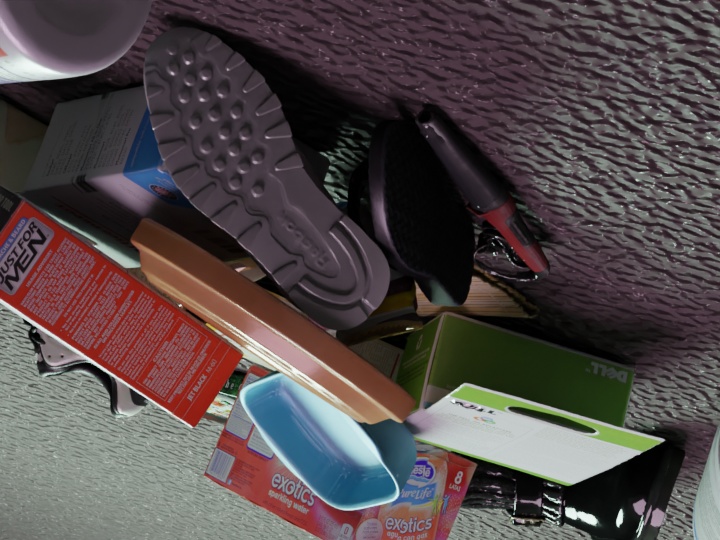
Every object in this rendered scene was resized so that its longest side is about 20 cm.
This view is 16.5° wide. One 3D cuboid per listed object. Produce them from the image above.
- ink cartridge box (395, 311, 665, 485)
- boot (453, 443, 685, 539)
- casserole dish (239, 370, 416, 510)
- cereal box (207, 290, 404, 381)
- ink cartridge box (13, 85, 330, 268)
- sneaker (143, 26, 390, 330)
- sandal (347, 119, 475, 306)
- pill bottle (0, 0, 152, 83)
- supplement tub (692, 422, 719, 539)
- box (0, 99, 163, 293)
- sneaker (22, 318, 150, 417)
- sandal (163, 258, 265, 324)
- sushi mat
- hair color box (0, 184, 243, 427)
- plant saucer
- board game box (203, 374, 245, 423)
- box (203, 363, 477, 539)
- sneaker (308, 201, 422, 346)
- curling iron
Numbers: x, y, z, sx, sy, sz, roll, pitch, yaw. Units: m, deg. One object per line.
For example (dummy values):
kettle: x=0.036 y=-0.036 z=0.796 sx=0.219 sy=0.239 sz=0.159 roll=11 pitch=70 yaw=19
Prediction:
ink cartridge box: x=0.117 y=0.081 z=1.693 sx=0.147 sy=0.076 sz=0.200 roll=17 pitch=164 yaw=-10
boot: x=0.151 y=0.160 z=1.912 sx=0.157 sy=0.080 sz=0.211 roll=20 pitch=163 yaw=-6
casserole dish: x=-0.019 y=0.112 z=1.777 sx=0.121 sy=0.039 sz=0.200 roll=50 pitch=159 yaw=-5
cereal box: x=-0.030 y=0.061 z=1.847 sx=0.199 sy=0.040 sz=0.144 roll=24 pitch=169 yaw=-19
ink cartridge box: x=-0.128 y=-0.058 z=1.561 sx=0.115 sy=0.067 sz=0.199 roll=30 pitch=159 yaw=-33
sneaker: x=-0.063 y=-0.052 z=1.433 sx=0.201 sy=0.076 sz=0.080 roll=56 pitch=177 yaw=-13
sandal: x=0.024 y=-0.028 z=1.482 sx=0.048 sy=0.076 sz=0.201 roll=5 pitch=160 yaw=18
pill bottle: x=-0.209 y=-0.151 z=1.290 sx=0.199 sy=0.112 sz=0.111 roll=-1 pitch=154 yaw=45
supplement tub: x=0.291 y=0.149 z=1.651 sx=0.131 sy=0.133 sz=0.200 roll=16 pitch=163 yaw=8
box: x=-0.224 y=-0.048 z=1.671 sx=0.199 sy=0.078 sz=0.095 roll=31 pitch=159 yaw=-34
sneaker: x=-0.227 y=0.032 z=1.853 sx=0.199 sy=0.088 sz=0.076 roll=36 pitch=166 yaw=0
sandal: x=-0.114 y=0.015 z=1.734 sx=0.199 sy=0.080 sz=0.054 roll=-13 pitch=114 yaw=52
sushi mat: x=0.024 y=0.012 z=1.709 sx=0.095 sy=0.012 sz=0.199 roll=33 pitch=158 yaw=-36
hair color box: x=-0.180 y=0.014 z=1.558 sx=0.200 sy=0.064 sz=0.111 roll=39 pitch=174 yaw=-37
plant saucer: x=-0.056 y=0.036 z=1.501 sx=0.200 sy=0.032 sz=0.200 roll=34 pitch=176 yaw=3
board game box: x=-0.088 y=0.116 z=2.118 sx=0.199 sy=0.024 sz=0.105 roll=13 pitch=159 yaw=21
box: x=-0.017 y=0.155 z=1.935 sx=0.094 sy=0.103 sz=0.199 roll=24 pitch=177 yaw=-40
sneaker: x=0.000 y=0.000 z=1.606 sx=0.074 sy=0.091 sz=0.200 roll=-12 pitch=180 yaw=-8
curling iron: x=0.069 y=-0.040 z=1.480 sx=0.049 sy=0.026 sz=0.200 roll=6 pitch=159 yaw=23
